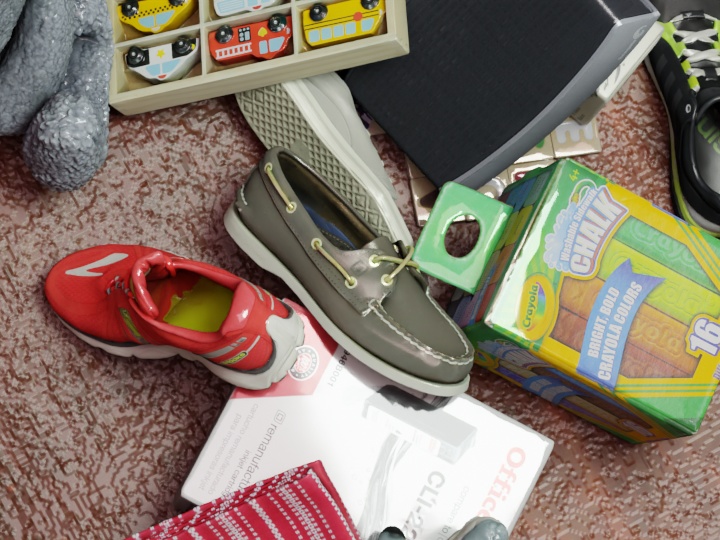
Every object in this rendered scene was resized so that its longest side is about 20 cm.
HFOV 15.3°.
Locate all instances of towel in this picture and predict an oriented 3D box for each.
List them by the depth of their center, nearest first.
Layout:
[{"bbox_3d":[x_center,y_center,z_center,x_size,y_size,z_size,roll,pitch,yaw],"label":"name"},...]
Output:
[{"bbox_3d":[-0.084,0.215,1.658,0.200,0.022,0.145,-24,103,12],"label":"towel"}]

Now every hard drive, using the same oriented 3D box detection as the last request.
[{"bbox_3d":[0.081,-0.142,1.710,0.135,0.200,0.042,48,36,1],"label":"hard drive"}]

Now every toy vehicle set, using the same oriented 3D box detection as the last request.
[{"bbox_3d":[-0.069,-0.180,1.726,0.200,0.027,0.124,-11,70,18],"label":"toy vehicle set"}]

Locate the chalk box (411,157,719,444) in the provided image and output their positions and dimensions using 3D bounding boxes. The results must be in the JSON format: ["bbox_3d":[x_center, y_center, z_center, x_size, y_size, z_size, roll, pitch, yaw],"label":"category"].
[{"bbox_3d":[0.133,0.012,1.710,0.200,0.124,0.125,27,78,-10],"label":"chalk box"}]

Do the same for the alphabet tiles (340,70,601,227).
[{"bbox_3d":[0.070,-0.132,1.799,0.167,0.008,0.200,-8,81,-9],"label":"alphabet tiles"}]

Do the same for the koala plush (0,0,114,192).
[{"bbox_3d":[-0.246,-0.168,1.651,0.177,0.200,0.184,6,75,11],"label":"koala plush"}]

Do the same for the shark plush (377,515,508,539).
[{"bbox_3d":[0.031,0.237,1.602,0.091,0.083,0.200,33,83,-19],"label":"shark plush"}]

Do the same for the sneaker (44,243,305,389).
[{"bbox_3d":[-0.125,0.012,1.672,0.200,0.085,0.077,11,70,36],"label":"sneaker"}]

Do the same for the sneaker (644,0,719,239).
[{"bbox_3d":[0.237,-0.117,1.778,0.072,0.083,0.200,-9,82,-9],"label":"sneaker"}]

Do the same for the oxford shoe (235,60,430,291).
[{"bbox_3d":[-0.008,-0.062,1.750,0.058,0.075,0.200,-29,86,-44],"label":"oxford shoe"}]

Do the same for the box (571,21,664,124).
[{"bbox_3d":[0.099,-0.189,1.769,0.200,0.082,0.068,38,78,2],"label":"box"}]

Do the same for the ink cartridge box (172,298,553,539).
[{"bbox_3d":[0.002,0.130,1.706,0.200,0.084,0.144,28,79,-3],"label":"ink cartridge box"}]

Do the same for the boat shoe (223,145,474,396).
[{"bbox_3d":[-0.002,0.000,1.682,0.202,0.072,0.060,41,119,23],"label":"boat shoe"}]
